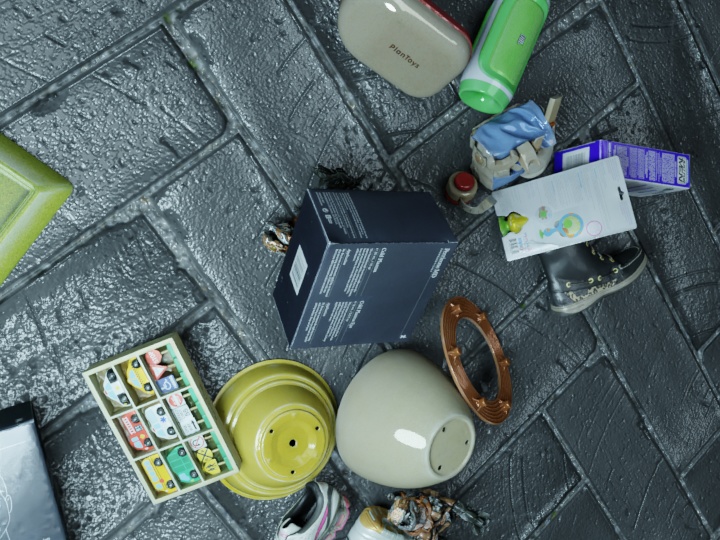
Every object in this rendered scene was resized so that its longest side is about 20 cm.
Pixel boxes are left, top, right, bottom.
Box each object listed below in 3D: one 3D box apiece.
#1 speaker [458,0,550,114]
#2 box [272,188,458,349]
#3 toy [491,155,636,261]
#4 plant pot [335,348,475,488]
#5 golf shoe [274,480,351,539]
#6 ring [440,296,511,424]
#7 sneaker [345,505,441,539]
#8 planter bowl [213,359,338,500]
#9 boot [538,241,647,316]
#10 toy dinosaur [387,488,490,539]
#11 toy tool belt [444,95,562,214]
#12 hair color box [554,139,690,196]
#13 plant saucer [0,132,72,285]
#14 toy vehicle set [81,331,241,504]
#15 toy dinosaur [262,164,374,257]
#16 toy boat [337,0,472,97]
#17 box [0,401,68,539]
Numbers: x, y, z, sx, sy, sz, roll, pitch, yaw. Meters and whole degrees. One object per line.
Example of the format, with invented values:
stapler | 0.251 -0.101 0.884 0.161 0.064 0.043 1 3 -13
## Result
speaker | 0.222 -0.346 1.158 0.088 0.088 0.200 27 81 -24
box | 0.000 0.000 1.005 0.182 0.104 0.200 0 135 -25
toy | 0.316 -0.093 1.181 0.200 0.047 0.115 -15 81 19
plant pot | 0.084 0.227 1.071 0.200 0.134 0.201 -11 109 -36
golf shoe | -0.098 0.383 1.043 0.092 0.073 0.200 48 66 -41
ring | 0.181 0.131 1.133 0.200 0.019 0.201 37 41 -40
sneaker | 0.058 0.423 1.141 0.200 0.076 0.088 32 102 -26
planter bowl | -0.105 0.227 1.033 0.200 0.083 0.201 -1 93 -26
boot | 0.380 -0.031 1.259 0.200 0.073 0.151 -29 105 -13
toy dinosaur | 0.113 0.357 1.100 0.200 0.136 0.102 -12 125 -55
toy tool belt | 0.216 -0.186 1.135 0.200 0.123 0.125 -34 72 -20
hair color box | 0.435 -0.167 1.255 0.200 0.109 0.065 5 85 -26
plant saucer | -0.469 -0.079 0.861 0.200 0.048 0.200 38 77 -22
toy vehicle set | -0.250 0.190 0.964 0.124 0.027 0.200 -23 103 5
toy dinosaur | -0.035 -0.069 1.060 0.200 0.102 0.136 -14 122 -38
toy boat | 0.065 -0.353 1.078 0.200 0.130 0.131 30 50 -25
box | -0.429 0.275 0.867 0.148 0.107 0.201 -15 100 -24
